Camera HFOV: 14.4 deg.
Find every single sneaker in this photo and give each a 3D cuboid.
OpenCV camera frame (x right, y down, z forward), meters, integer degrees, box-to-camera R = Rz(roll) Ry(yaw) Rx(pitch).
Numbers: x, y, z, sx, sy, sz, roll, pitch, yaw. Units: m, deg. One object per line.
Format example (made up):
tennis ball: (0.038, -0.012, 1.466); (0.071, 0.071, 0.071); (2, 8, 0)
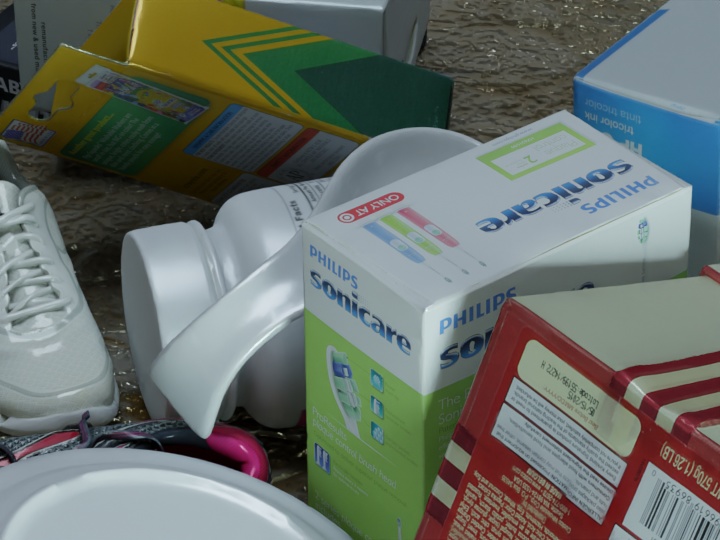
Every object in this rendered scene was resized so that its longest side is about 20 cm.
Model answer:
sneaker: (-0.136, 0.098, 1.230); (0.200, 0.081, 0.075); (-14, -7, -18)
sneaker: (-0.169, 0.008, 1.387); (0.075, 0.081, 0.200); (-11, 37, -19)

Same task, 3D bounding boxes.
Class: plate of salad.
plate of salad: (-0.078, 0.140, 1.131); (0.200, 0.048, 0.200); (12, 33, -7)

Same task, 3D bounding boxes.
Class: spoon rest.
spoon rest: (0.000, 0.000, 1.247); (0.200, 0.061, 0.099); (-33, 71, -30)

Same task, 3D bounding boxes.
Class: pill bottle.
pill bottle: (-0.006, 0.012, 1.349); (0.200, 0.114, 0.113); (-10, 35, -13)

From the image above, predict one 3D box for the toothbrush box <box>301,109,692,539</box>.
toothbrush box: (0.057, 0.055, 1.210); (0.145, 0.200, 0.086); (-24, 42, -30)

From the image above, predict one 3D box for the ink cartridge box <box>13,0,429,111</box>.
ink cartridge box: (-0.070, -0.148, 1.529); (0.199, 0.083, 0.146); (5, 35, 8)

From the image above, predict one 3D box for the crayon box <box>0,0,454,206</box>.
crayon box: (-0.070, -0.081, 1.412); (0.200, 0.126, 0.052); (16, 66, -20)

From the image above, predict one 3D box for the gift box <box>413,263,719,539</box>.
gift box: (0.153, 0.099, 1.115); (0.187, 0.200, 0.185); (-4, 37, -47)

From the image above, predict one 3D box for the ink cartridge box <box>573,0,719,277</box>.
ink cartridge box: (0.167, -0.022, 1.325); (0.085, 0.200, 0.144); (18, 37, 31)

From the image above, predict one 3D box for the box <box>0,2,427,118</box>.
box: (-0.093, -0.127, 1.614); (0.198, 0.050, 0.200); (17, 38, 25)
